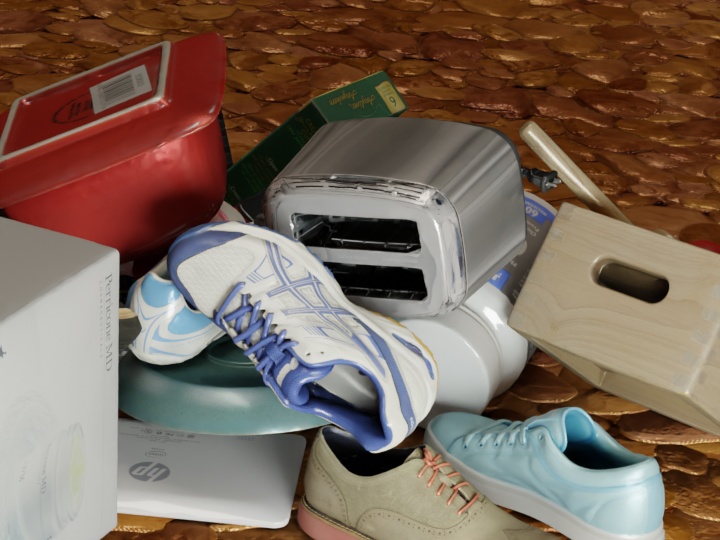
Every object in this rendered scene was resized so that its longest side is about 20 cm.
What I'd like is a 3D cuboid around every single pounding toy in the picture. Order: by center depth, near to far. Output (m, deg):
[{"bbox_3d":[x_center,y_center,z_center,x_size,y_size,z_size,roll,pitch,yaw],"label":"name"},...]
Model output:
[{"bbox_3d":[0.205,0.012,1.548,0.199,0.143,0.184,22,-7,35],"label":"pounding toy"}]

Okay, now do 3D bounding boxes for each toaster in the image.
[{"bbox_3d":[0.027,-0.034,1.483,0.199,0.114,0.129,5,27,26],"label":"toaster"}]

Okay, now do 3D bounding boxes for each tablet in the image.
[{"bbox_3d":[-0.141,0.134,1.466,0.199,0.014,0.130,5,23,3],"label":"tablet"}]

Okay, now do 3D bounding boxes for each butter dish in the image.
[{"bbox_3d":[-0.168,-0.060,1.531,0.199,0.148,0.200,-21,23,7],"label":"butter dish"}]

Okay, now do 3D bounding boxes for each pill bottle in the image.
[{"bbox_3d":[0.085,0.029,1.613,0.113,0.114,0.200,12,33,18],"label":"pill bottle"}]

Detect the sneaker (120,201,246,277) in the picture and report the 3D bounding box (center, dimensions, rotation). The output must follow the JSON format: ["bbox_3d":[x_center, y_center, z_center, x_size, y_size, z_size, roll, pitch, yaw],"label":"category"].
[{"bbox_3d":[-0.179,-0.021,1.629,0.104,0.076,0.200,-15,22,-43],"label":"sneaker"}]

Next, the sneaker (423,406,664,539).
[{"bbox_3d":[0.128,0.121,1.453,0.199,0.082,0.074,21,27,36],"label":"sneaker"}]

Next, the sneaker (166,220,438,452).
[{"bbox_3d":[-0.042,0.041,1.372,0.199,0.075,0.088,30,31,3],"label":"sneaker"}]

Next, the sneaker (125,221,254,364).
[{"bbox_3d":[-0.094,0.002,1.496,0.072,0.073,0.200,31,32,14],"label":"sneaker"}]

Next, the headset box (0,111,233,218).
[{"bbox_3d":[-0.232,-0.100,1.847,0.174,0.093,0.200,-5,11,43],"label":"headset box"}]

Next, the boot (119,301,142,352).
[{"bbox_3d":[-0.247,0.016,1.452,0.199,0.139,0.077,-22,-13,30],"label":"boot"}]

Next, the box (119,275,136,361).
[{"bbox_3d":[-0.146,0.041,1.640,0.199,0.044,0.160,-1,25,-9],"label":"box"}]

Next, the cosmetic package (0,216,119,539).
[{"bbox_3d":[-0.244,0.097,1.279,0.122,0.200,0.200,14,27,22],"label":"cosmetic package"}]

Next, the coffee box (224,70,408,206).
[{"bbox_3d":[-0.062,-0.091,1.822,0.044,0.200,0.123,56,37,4],"label":"coffee box"}]

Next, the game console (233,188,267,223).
[{"bbox_3d":[0.013,-0.020,1.726,0.177,0.031,0.200,47,37,13],"label":"game console"}]

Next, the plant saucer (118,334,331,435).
[{"bbox_3d":[-0.076,0.065,1.481,0.199,0.028,0.200,-1,17,0],"label":"plant saucer"}]

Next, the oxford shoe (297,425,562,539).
[{"bbox_3d":[0.048,0.154,1.365,0.199,0.075,0.070,14,24,23],"label":"oxford shoe"}]
